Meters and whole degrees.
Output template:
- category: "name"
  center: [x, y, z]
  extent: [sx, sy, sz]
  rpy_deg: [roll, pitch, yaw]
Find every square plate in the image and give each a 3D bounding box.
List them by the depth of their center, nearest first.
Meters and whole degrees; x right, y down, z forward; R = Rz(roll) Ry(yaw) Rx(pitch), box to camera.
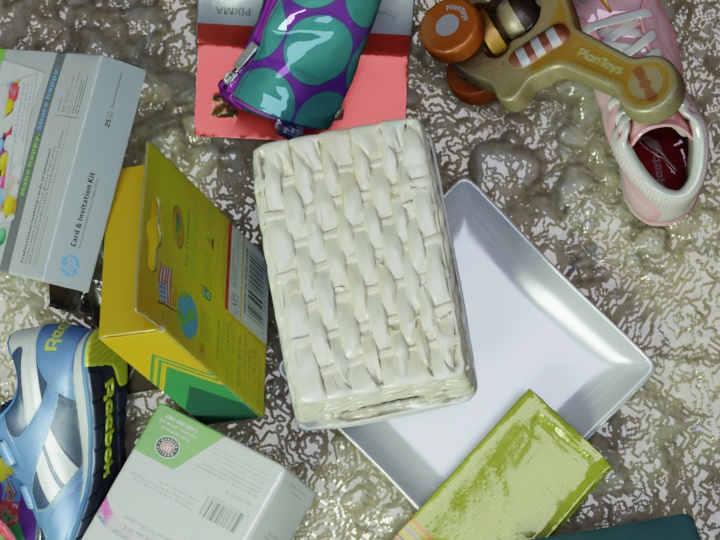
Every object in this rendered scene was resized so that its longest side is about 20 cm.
- category: "square plate"
  center: [0.077, 0.070, 1.697]
  extent: [0.200, 0.028, 0.198]
  rpy_deg: [45, 87, 1]

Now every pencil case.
- category: "pencil case"
  center: [-0.032, -0.196, 1.641]
  extent: [0.092, 0.085, 0.201]
  rpy_deg: [11, 104, -37]

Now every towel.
- category: "towel"
  center: [0.085, 0.186, 1.671]
  extent: [0.086, 0.018, 0.200]
  rpy_deg: [42, 88, -3]

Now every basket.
- category: "basket"
  center: [0.000, 0.000, 1.623]
  extent: [0.135, 0.123, 0.201]
  rpy_deg: [-11, 81, 2]

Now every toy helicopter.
- category: "toy helicopter"
  center: [0.149, -0.163, 1.650]
  extent: [0.200, 0.079, 0.132]
  rpy_deg: [29, 78, 32]

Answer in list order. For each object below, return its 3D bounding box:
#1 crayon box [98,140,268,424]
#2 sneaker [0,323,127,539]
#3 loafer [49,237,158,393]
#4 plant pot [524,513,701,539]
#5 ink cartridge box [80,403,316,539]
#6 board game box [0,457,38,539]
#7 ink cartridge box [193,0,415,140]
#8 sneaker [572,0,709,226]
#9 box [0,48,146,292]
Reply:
- category: "crayon box"
  center: [-0.124, 0.011, 1.593]
  extent: [0.051, 0.200, 0.127]
  rpy_deg: [-8, 63, 19]
- category: "sneaker"
  center: [-0.214, 0.128, 1.654]
  extent: [0.082, 0.074, 0.201]
  rpy_deg: [10, 106, 16]
- category: "loafer"
  center: [-0.194, 0.002, 1.667]
  extent: [0.071, 0.073, 0.201]
  rpy_deg: [-27, 89, -5]
- category: "plant pot"
  center: [0.185, 0.282, 1.586]
  extent: [0.141, 0.200, 0.142]
  rpy_deg: [-9, 110, -2]
- category: "ink cartridge box"
  center: [-0.134, 0.210, 1.633]
  extent: [0.117, 0.067, 0.200]
  rpy_deg: [25, 78, 26]
- category: "board game box"
  center: [-0.275, 0.222, 1.620]
  extent: [0.039, 0.158, 0.201]
  rpy_deg: [4, 86, 41]
- category: "ink cartridge box"
  center: [-0.039, -0.197, 1.697]
  extent: [0.162, 0.057, 0.201]
  rpy_deg: [3, 82, -2]
- category: "sneaker"
  center: [0.203, -0.133, 1.675]
  extent: [0.075, 0.105, 0.201]
  rpy_deg: [-15, 87, -1]
- category: "box"
  center: [-0.232, -0.074, 1.616]
  extent: [0.041, 0.200, 0.157]
  rpy_deg: [17, 86, -35]
